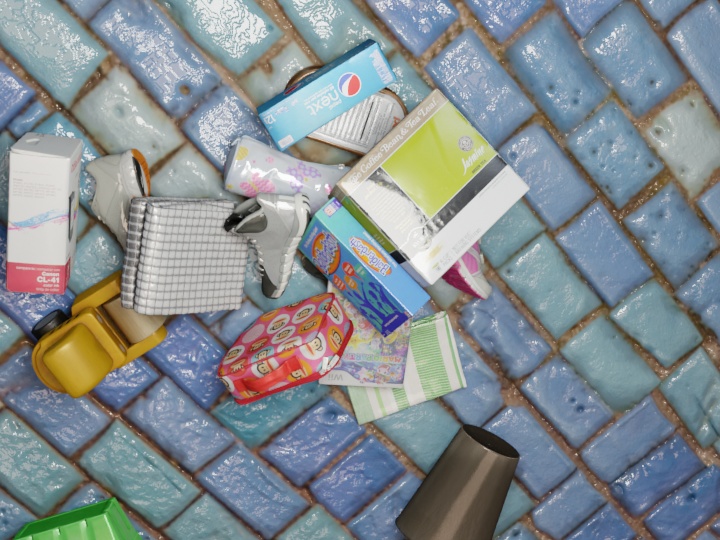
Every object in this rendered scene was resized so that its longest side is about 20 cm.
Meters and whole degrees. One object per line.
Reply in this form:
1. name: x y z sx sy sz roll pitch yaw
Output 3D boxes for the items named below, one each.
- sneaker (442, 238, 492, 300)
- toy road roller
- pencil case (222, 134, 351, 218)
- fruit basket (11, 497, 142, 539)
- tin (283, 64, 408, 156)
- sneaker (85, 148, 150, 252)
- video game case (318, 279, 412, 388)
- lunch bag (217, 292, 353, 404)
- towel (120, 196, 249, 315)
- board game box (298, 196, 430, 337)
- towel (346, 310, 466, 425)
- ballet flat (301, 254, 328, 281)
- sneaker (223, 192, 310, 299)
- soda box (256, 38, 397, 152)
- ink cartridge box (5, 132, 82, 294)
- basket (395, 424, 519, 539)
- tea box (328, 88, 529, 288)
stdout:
1. sneaker: 0.164 -0.034 1.493 0.088 0.081 0.200 -46 124 -15
2. toy road roller: -0.398 0.108 1.407 0.199 0.146 0.123 -32 110 2
3. pencil case: -0.108 -0.137 1.411 0.199 0.083 0.091 15 122 -13
4. fruit basket: -0.456 0.499 1.518 0.214 0.156 0.217 0 93 -5
5. tin: -0.021 -0.238 1.420 0.199 0.042 0.113 16 109 -14
6. sneaker: -0.357 -0.081 1.402 0.091 0.076 0.201 -5 106 6
7. video game case: 0.011 0.097 1.508 0.142 0.018 0.201 3 114 -7
8. lunch bag: -0.117 0.124 1.422 0.199 0.176 0.082 -22 111 25
9. towel: -0.259 -0.026 1.382 0.199 0.085 0.167 -4 106 -52
10. board game box: 0.000 0.000 1.380 0.200 0.152 0.045 46 69 3
11. towel: 0.070 0.165 1.572 0.199 0.023 0.153 -19 110 -4
12. ballet flat: 0.005 -0.015 1.498 0.198 0.057 0.067 1 133 -5
13. sneaker: -0.152 -0.044 1.397 0.115 0.075 0.201 8 130 -17
14. soda box: -0.050 -0.256 1.354 0.199 0.068 0.064 -31 110 2
15. ink cartridge box: -0.452 -0.083 1.336 0.085 0.148 0.201 6 107 -12
16. basket: 0.179 0.379 1.606 0.179 0.136 0.201 21 99 -19
17. tea box: 0.093 -0.112 1.338 0.200 0.134 0.197 -43 93 -8
